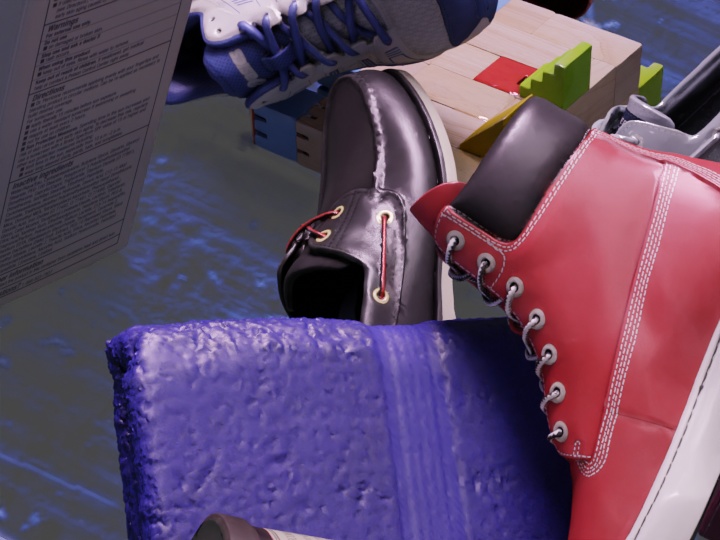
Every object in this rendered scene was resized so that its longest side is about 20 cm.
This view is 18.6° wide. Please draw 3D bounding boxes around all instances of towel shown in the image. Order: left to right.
[{"bbox_3d":[0.004,0.091,0.827,0.199,0.050,0.148,1,72,-27],"label":"towel"}]

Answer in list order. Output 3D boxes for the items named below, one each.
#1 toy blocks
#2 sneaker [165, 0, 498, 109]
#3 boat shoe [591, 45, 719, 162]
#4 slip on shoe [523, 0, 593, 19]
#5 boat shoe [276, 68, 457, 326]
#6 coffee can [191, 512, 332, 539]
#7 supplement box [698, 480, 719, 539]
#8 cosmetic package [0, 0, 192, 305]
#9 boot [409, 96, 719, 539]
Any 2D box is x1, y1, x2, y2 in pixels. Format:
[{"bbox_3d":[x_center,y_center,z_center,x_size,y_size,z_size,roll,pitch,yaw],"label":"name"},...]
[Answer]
[{"bbox_3d":[0.039,-0.077,1.069,0.136,0.100,0.200,24,45,28],"label":"toy blocks"},{"bbox_3d":[-0.022,-0.106,0.993,0.088,0.200,0.075,-46,114,-30],"label":"sneaker"},{"bbox_3d":[0.140,-0.054,1.005,0.072,0.201,0.070,51,0,-24],"label":"boat shoe"},{"bbox_3d":[0.043,-0.156,1.180,0.199,0.074,0.061,-8,64,-30],"label":"slip on shoe"},{"bbox_3d":[0.001,-0.001,0.920,0.063,0.074,0.202,11,60,-23],"label":"boat shoe"},{"bbox_3d":[0.037,0.166,0.699,0.199,0.147,0.147,11,37,-12],"label":"coffee can"},{"bbox_3d":[0.218,0.040,0.992,0.110,0.086,0.200,17,37,-4],"label":"supplement box"},{"bbox_3d":[-0.133,-0.087,0.902,0.073,0.200,0.103,38,40,23],"label":"cosmetic package"},{"bbox_3d":[0.071,0.041,0.820,0.144,0.072,0.201,20,80,8],"label":"boot"}]
